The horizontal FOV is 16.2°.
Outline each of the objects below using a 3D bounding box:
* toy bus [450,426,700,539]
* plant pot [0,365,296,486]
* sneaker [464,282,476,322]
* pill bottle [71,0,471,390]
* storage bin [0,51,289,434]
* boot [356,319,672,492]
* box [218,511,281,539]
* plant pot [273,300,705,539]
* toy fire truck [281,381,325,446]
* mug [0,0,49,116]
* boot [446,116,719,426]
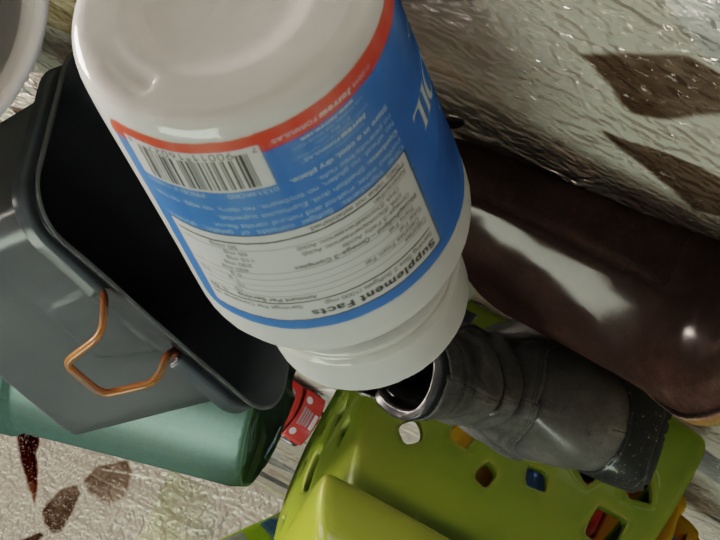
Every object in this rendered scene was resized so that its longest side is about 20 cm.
[{"bbox_3d":[0.141,0.160,1.611,0.200,0.136,0.192,29,154,-4],"label":"toy bus"},{"bbox_3d":[-0.135,0.032,1.526,0.196,0.201,0.200,19,169,8],"label":"plant pot"},{"bbox_3d":[0.000,0.000,1.261,0.129,0.080,0.199,35,162,10],"label":"sneaker"},{"bbox_3d":[-0.022,-0.041,0.926,0.112,0.112,0.200,23,158,28],"label":"pill bottle"},{"bbox_3d":[-0.147,0.008,1.335,0.134,0.146,0.200,-22,132,31],"label":"storage bin"},{"bbox_3d":[0.043,0.042,1.132,0.131,0.070,0.200,17,176,-20],"label":"boot"},{"bbox_3d":[-0.027,0.203,1.520,0.122,0.200,0.048,53,135,16],"label":"box"},{"bbox_3d":[0.050,0.158,1.429,0.199,0.182,0.200,30,138,0],"label":"plant pot"},{"bbox_3d":[-0.130,0.087,2.171,0.141,0.049,0.200,34,169,-27],"label":"toy fire truck"},{"bbox_3d":[-0.222,-0.137,1.069,0.200,0.147,0.175,61,173,-7],"label":"mug"},{"bbox_3d":[0.079,-0.007,1.025,0.166,0.072,0.200,30,174,-18],"label":"boot"}]
